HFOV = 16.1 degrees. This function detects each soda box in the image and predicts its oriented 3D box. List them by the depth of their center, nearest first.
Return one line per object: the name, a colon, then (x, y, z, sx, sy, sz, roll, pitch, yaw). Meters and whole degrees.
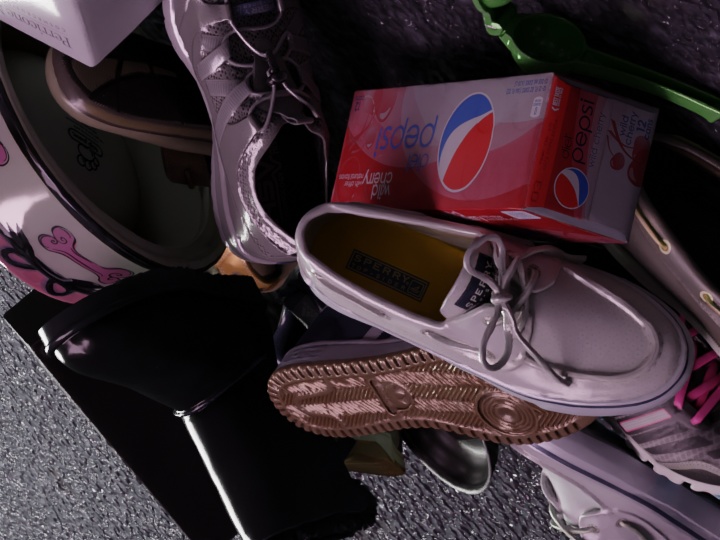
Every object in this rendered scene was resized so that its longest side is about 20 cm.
soda box: (0.061, -0.053, 1.251, 0.063, 0.070, 0.200, 16, 173, -27)

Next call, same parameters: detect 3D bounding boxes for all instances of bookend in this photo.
bookend: (-0.154, 0.058, 1.665, 0.199, 0.092, 0.200, 54, 172, -29)

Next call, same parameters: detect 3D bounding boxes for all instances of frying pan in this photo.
frying pan: (0.023, 0.060, 1.574, 0.190, 0.031, 0.115, 47, 156, 22)

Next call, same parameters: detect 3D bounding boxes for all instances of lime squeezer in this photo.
lime squeezer: (0.081, -0.130, 1.190, 0.200, 0.038, 0.071, 47, 154, -9)

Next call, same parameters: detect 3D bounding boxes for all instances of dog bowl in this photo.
dog bowl: (-0.163, -0.069, 1.416, 0.074, 0.200, 0.200, -32, 109, 24)

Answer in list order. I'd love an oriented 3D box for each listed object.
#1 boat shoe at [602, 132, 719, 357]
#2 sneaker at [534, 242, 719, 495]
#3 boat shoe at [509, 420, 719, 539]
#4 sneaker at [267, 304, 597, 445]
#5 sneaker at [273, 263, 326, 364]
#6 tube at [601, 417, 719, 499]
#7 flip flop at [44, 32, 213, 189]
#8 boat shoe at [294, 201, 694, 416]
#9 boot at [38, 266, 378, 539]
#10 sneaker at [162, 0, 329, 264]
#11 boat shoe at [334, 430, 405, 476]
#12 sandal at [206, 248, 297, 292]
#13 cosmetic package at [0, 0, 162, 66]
boat shoe: (0.195, 0.010, 1.208, 0.202, 0.072, 0.060, 40, 159, 13)
sneaker: (0.151, 0.044, 1.319, 0.200, 0.074, 0.088, 35, 160, 25)
boat shoe: (0.138, 0.128, 1.386, 0.200, 0.067, 0.074, 31, -174, -39)
sneaker: (0.053, 0.031, 1.329, 0.200, 0.109, 0.070, -3, 130, 36)
sneaker: (0.000, 0.000, 1.439, 0.074, 0.081, 0.200, 40, 148, 12)
tube: (0.141, 0.064, 1.398, 0.200, 0.050, 0.077, 30, 168, 27)
flip flop: (-0.099, -0.078, 1.396, 0.058, 0.200, 0.081, -40, 55, 31)
boat shoe: (0.061, 0.010, 1.207, 0.201, 0.075, 0.086, 22, 173, 13)
boot: (-0.076, 0.084, 1.374, 0.073, 0.198, 0.163, -31, 76, 23)
sneaker: (-0.045, -0.097, 1.323, 0.082, 0.075, 0.201, 21, 128, 60)
boat shoe: (-0.003, 0.089, 1.554, 0.072, 0.066, 0.201, 9, 175, 1)
sandal: (-0.077, -0.016, 1.556, 0.080, 0.054, 0.200, 53, 156, -1)
cosmetic package: (-0.192, -0.241, 1.300, 0.199, 0.123, 0.200, 28, 152, 27)
